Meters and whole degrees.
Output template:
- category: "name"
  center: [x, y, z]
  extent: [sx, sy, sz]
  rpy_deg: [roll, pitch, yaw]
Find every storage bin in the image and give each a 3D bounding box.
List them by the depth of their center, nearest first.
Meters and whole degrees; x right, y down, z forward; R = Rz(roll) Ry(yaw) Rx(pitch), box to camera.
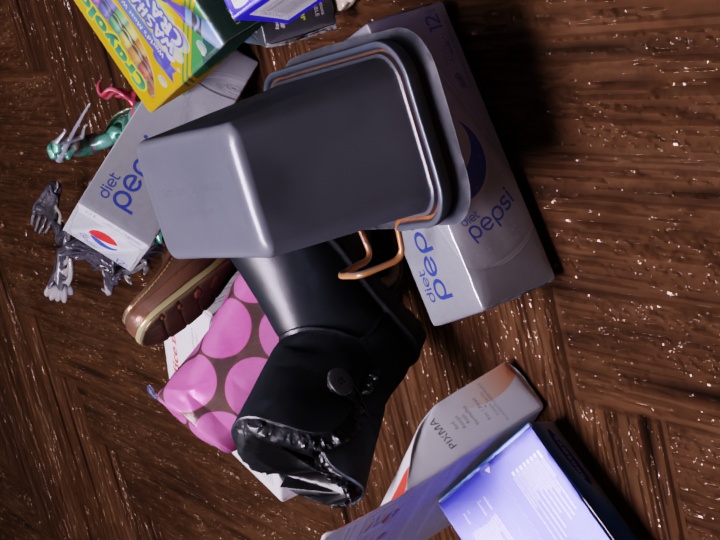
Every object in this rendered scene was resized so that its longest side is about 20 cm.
- category: "storage bin"
  center: [-0.045, -0.057, 0.931]
  extent: [0.200, 0.134, 0.146]
  rpy_deg: [1, 110, 62]

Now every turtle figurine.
- category: "turtle figurine"
  center: [-0.217, -0.101, 1.411]
  extent: [0.149, 0.101, 0.200]
  rpy_deg: [22, 146, -2]

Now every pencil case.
- category: "pencil case"
  center: [-0.083, 0.044, 1.190]
  extent: [0.091, 0.200, 0.094]
  rpy_deg: [35, 178, 9]

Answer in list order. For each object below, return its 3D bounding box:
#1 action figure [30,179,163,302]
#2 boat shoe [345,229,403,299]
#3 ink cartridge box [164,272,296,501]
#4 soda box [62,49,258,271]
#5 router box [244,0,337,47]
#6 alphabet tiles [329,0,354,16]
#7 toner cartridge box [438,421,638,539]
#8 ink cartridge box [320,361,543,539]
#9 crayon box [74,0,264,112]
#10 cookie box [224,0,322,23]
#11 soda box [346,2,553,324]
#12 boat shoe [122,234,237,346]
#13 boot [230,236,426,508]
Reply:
- category: "action figure"
  center: [-0.278, -0.021, 1.556]
  extent: [0.200, 0.119, 0.102]
  rpy_deg: [46, 136, 52]
- category: "boat shoe"
  center: [0.000, 0.000, 1.127]
  extent: [0.065, 0.072, 0.201]
  rpy_deg: [30, 131, 50]
- category: "ink cartridge box"
  center: [-0.096, 0.090, 1.340]
  extent: [0.200, 0.084, 0.146]
  rpy_deg: [37, 138, 44]
- category: "soda box"
  center: [-0.161, -0.103, 1.203]
  extent: [0.068, 0.200, 0.063]
  rpy_deg: [32, 152, -9]
- category: "router box"
  center: [-0.095, -0.270, 1.086]
  extent: [0.150, 0.062, 0.200]
  rpy_deg: [23, 131, 60]
- category: "alphabet tiles"
  center: [-0.041, -0.284, 1.052]
  extent: [0.200, 0.015, 0.196]
  rpy_deg: [69, 159, -1]
- category: "toner cartridge box"
  center: [0.147, 0.210, 0.999]
  extent: [0.095, 0.043, 0.200]
  rpy_deg: [-43, 66, 21]
- category: "ink cartridge box"
  center: [0.025, 0.163, 1.057]
  extent: [0.050, 0.200, 0.162]
  rpy_deg: [52, 148, 22]
- category: "crayon box"
  center: [-0.151, -0.197, 1.084]
  extent: [0.126, 0.052, 0.200]
  rpy_deg: [56, 154, -5]
- category: "cookie box"
  center: [-0.042, -0.283, 0.914]
  extent: [0.171, 0.075, 0.200]
  rpy_deg: [-30, 82, 25]
- category: "soda box"
  center: [0.052, -0.070, 0.979]
  extent: [0.068, 0.063, 0.200]
  rpy_deg: [-21, 90, 61]
- category: "boat shoe"
  center: [-0.134, -0.014, 1.205]
  extent: [0.068, 0.200, 0.072]
  rpy_deg: [37, 141, 7]
- category: "boot"
  center: [-0.050, 0.052, 1.033]
  extent: [0.200, 0.168, 0.076]
  rpy_deg: [44, 134, -16]
